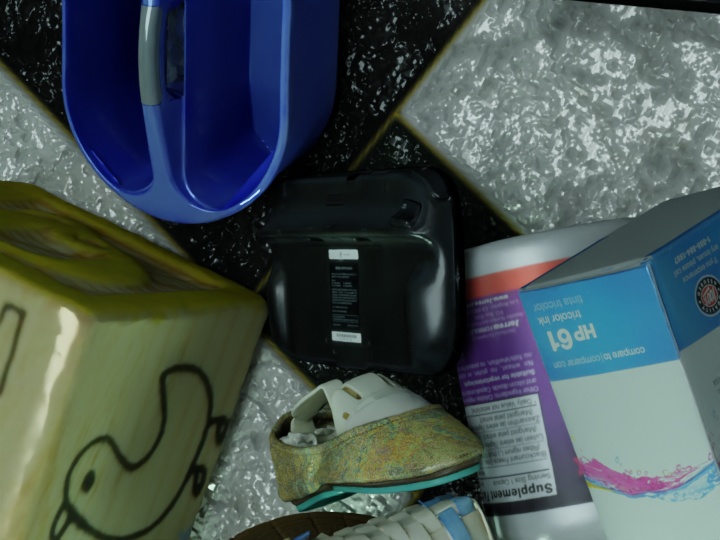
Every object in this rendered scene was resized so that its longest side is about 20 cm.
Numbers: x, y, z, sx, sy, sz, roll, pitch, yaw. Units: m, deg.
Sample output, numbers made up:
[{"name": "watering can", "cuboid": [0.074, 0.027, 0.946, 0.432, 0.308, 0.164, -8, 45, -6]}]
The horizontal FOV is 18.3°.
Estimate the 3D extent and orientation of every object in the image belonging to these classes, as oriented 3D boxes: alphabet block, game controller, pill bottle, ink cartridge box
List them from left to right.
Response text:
[{"name": "alphabet block", "cuboid": [-0.200, 0.074, 1.238, 0.196, 0.195, 0.201, 25, 103, 24]}, {"name": "game controller", "cuboid": [0.000, 0.000, 1.177, 0.200, 0.042, 0.105, 2, 103, 63]}, {"name": "pill bottle", "cuboid": [0.111, 0.081, 1.138, 0.111, 0.111, 0.201, -13, 87, 25]}, {"name": "ink cartridge box", "cuboid": [0.173, 0.072, 1.061, 0.084, 0.144, 0.201, -15, 98, 42]}]

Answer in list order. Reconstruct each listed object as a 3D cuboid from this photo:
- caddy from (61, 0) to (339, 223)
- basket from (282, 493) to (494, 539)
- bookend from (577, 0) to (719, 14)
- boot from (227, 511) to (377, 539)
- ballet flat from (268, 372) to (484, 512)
[{"name": "caddy", "cuboid": [-0.090, -0.127, 1.207, 0.141, 0.105, 0.201, 12, 113, 24]}, {"name": "basket", "cuboid": [-0.004, 0.213, 1.101, 0.199, 0.139, 0.177, -25, 87, -14]}, {"name": "bookend", "cuboid": [0.176, -0.229, 1.109, 0.198, 0.092, 0.201, 9, 95, 25]}, {"name": "boot", "cuboid": [-0.059, 0.218, 1.238, 0.156, 0.199, 0.073, 95, 152, -45]}, {"name": "ballet flat", "cuboid": [0.000, 0.087, 1.168, 0.200, 0.070, 0.071, 156, 101, -66]}]
